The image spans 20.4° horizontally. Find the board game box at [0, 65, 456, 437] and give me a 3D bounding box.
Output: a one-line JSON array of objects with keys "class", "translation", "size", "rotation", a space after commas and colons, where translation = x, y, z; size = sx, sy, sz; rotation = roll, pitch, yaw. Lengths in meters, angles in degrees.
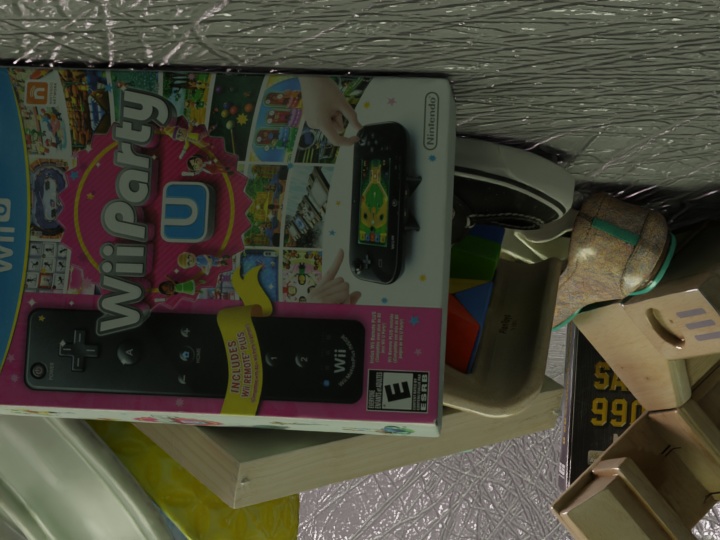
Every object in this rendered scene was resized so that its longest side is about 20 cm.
[{"class": "board game box", "translation": [-0.062, -0.007, 0.856], "size": [0.200, 0.148, 0.064], "rotation": [2, 174, 6]}]

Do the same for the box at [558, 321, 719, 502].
[{"class": "box", "translation": [0.229, 0.067, 1.261], "size": [0.200, 0.159, 0.048], "rotation": [4, 180, -3]}]

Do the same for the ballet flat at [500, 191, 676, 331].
[{"class": "ballet flat", "translation": [0.114, -0.011, 1.147], "size": [0.067, 0.068, 0.200], "rotation": [24, 163, -10]}]

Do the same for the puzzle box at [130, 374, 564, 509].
[{"class": "puzzle box", "translation": [-0.017, 0.055, 0.964], "size": [0.200, 0.025, 0.133], "rotation": [-9, -151, -38]}]

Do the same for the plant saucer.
[{"class": "plant saucer", "translation": [-0.176, 0.098, 1.003], "size": [0.200, 0.050, 0.200], "rotation": [39, 160, 17]}]

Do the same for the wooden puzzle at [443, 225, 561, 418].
[{"class": "wooden puzzle", "translation": [0.000, 0.000, 1.007], "size": [0.200, 0.046, 0.185], "rotation": [12, -157, 5]}]

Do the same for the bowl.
[{"class": "bowl", "translation": [-0.097, 0.087, 1.055], "size": [0.200, 0.108, 0.200], "rotation": [39, 160, 17]}]

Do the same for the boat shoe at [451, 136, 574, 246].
[{"class": "boat shoe", "translation": [0.015, -0.032, 0.957], "size": [0.200, 0.064, 0.071], "rotation": [7, 171, -30]}]

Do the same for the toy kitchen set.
[{"class": "toy kitchen set", "translation": [0.209, 0.096, 1.125], "size": [0.200, 0.163, 0.180], "rotation": [50, 163, -6]}]
